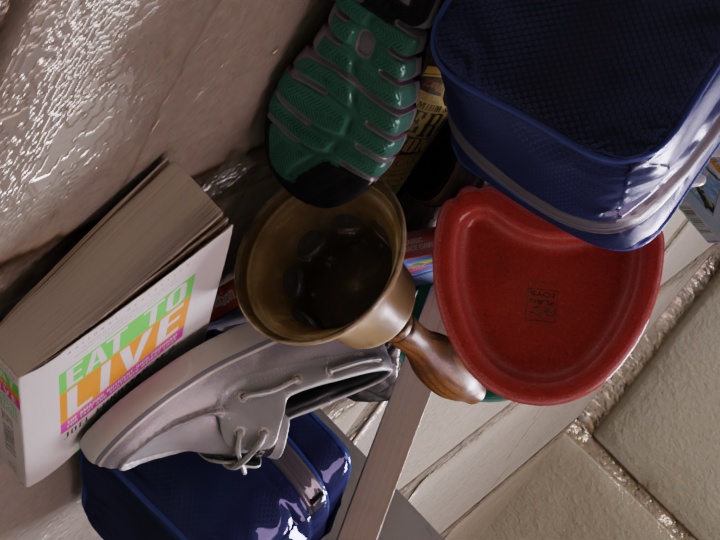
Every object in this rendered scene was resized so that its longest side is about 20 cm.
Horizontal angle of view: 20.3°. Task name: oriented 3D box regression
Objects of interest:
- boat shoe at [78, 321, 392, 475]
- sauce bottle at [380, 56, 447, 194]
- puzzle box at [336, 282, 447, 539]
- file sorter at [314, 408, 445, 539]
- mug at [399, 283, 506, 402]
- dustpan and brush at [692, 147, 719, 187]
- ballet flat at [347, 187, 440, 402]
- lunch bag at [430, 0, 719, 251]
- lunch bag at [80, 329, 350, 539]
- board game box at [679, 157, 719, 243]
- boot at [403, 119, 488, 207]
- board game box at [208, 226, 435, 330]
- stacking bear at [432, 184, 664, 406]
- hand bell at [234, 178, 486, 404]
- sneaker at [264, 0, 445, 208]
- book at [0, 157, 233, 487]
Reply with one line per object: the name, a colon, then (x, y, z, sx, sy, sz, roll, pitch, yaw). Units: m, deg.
boat shoe: (-0.063, 0.074, 1.146, 0.200, 0.072, 0.070, -26, 166, -32)
sauce bottle: (0.030, -0.112, 1.094, 0.065, 0.065, 0.200, -30, 158, -53)
puzzle box: (0.024, 0.105, 1.314, 0.133, 0.025, 0.201, -36, 146, -86)
file sorter: (-0.060, 0.199, 1.460, 0.139, 0.200, 0.125, -38, 169, -34)
mug: (0.081, 0.001, 1.470, 0.114, 0.184, 0.153, -55, 164, -68)
dustpan and brush: (0.166, -0.073, 1.183, 0.139, 0.058, 0.200, -6, -166, -16)
ballet flat: (0.029, 0.005, 1.397, 0.056, 0.067, 0.201, 11, 120, -23)
lunch bag: (0.132, -0.122, 0.999, 0.200, 0.135, 0.132, -53, 163, -13)
lunch bag: (-0.086, 0.137, 1.276, 0.132, 0.136, 0.200, -42, 169, -21)
board game box: (0.224, -0.100, 1.318, 0.041, 0.200, 0.199, -45, -166, -11)
boot: (0.082, -0.066, 1.176, 0.075, 0.097, 0.200, -58, -171, 18)
board game box: (0.000, 0.000, 1.220, 0.199, 0.020, 0.103, -11, 171, -37)
stacking bear: (0.105, 0.018, 1.145, 0.200, 0.120, 0.115, 11, 86, -84)
hand bell: (0.022, 0.032, 1.145, 0.104, 0.104, 0.200, -47, 142, 1)
sneaker: (0.018, -0.116, 1.029, 0.087, 0.074, 0.200, -41, 167, -45)
book: (-0.137, 0.036, 1.056, 0.133, 0.048, 0.200, -41, 170, -19)
